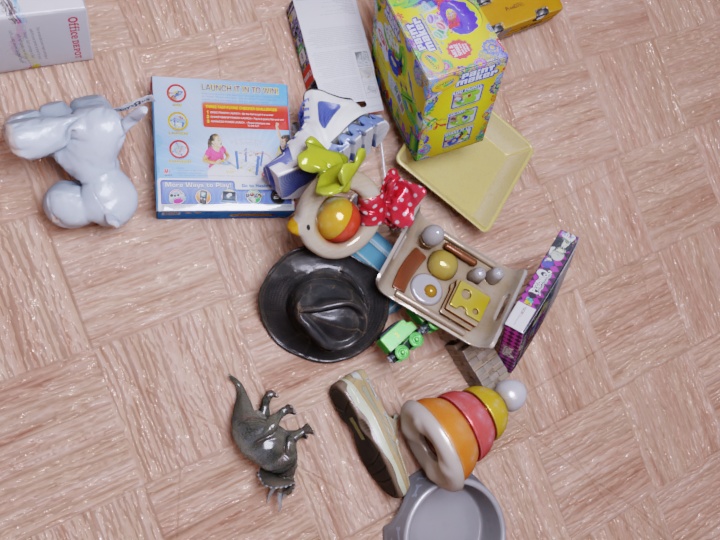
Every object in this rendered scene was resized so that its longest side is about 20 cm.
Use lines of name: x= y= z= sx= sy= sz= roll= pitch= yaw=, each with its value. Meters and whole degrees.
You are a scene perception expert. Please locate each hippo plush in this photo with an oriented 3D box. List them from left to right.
hippo plush: x=-0.358 y=-0.143 z=0.843 sx=0.200 sy=0.159 sz=0.161 roll=-10 pitch=117 yaw=-6

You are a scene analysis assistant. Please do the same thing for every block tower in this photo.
block tower: x=0.168 y=0.109 z=1.021 sx=0.058 sy=0.054 sz=0.200 roll=-31 pitch=94 yaw=-19

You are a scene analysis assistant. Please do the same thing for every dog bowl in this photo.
dog bowl: x=0.137 y=0.407 z=0.970 sx=0.200 sy=0.059 sz=0.201 roll=3 pitch=82 yaw=-18

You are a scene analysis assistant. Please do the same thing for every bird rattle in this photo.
bird rattle: x=-0.017 y=-0.092 z=0.868 sx=0.163 sy=0.113 sz=0.200 roll=-53 pitch=139 yaw=8

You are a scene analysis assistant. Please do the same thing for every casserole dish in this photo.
casserole dish: x=0.000 y=0.000 z=0.953 sx=0.200 sy=0.039 sz=0.121 roll=41 pitch=95 yaw=-19

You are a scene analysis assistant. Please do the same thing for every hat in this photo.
hat: x=-0.049 y=0.065 z=0.903 sx=0.200 sy=0.081 sz=0.201 roll=-3 pitch=112 yaw=-7

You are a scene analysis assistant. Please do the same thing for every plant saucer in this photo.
plant saucer: x=0.172 y=-0.192 z=1.061 sx=0.200 sy=0.048 sz=0.200 roll=37 pitch=69 yaw=-12

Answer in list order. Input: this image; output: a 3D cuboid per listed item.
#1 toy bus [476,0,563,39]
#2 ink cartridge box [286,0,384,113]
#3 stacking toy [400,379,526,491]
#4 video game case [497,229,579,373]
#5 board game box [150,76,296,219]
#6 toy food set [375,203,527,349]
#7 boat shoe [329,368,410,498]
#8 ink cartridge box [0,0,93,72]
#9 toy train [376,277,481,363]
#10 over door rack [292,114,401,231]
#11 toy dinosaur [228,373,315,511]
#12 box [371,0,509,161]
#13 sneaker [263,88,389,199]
toy bus: x=0.267 y=-0.460 z=1.117 sx=0.200 sy=0.078 sz=0.065 roll=-27 pitch=93 yaw=-21
ink cartridge box: x=-0.040 y=-0.339 z=1.008 sx=0.109 sy=0.050 sz=0.200 roll=-14 pitch=89 yaw=-21
stacking toy: x=0.173 y=0.222 z=0.942 sx=0.200 sy=0.146 sz=0.146 roll=-26 pitch=92 yaw=-19
video game case: x=0.279 y=0.056 z=0.999 sx=0.036 sy=0.200 sz=0.181 roll=29 pitch=72 yaw=19
board game box: x=-0.204 y=-0.178 z=0.925 sx=0.200 sy=0.056 sz=0.196 roll=-2 pitch=83 yaw=-20
toy food set: x=0.137 y=0.008 z=0.924 sx=0.200 sy=0.060 sz=0.144 roll=31 pitch=68 yaw=-4
boat shoe: x=0.032 y=0.244 z=0.952 sx=0.076 sy=0.072 sz=0.200 roll=-28 pitch=94 yaw=-36
ink cartridge box: x=-0.470 y=-0.355 z=0.806 sx=0.200 sy=0.147 sz=0.146 roll=-17 pitch=88 yaw=-21
toy train: x=0.106 y=0.064 z=0.957 sx=0.200 sy=0.042 sz=0.056 roll=-40 pitch=86 yaw=-20
over door rack: x=-0.016 y=-0.152 z=0.983 sx=0.147 sy=0.067 sz=0.200 roll=-10 pitch=86 yaw=-21
toy dinosaur: x=-0.133 y=0.236 z=0.887 sx=0.102 sy=0.077 sz=0.200 roll=-40 pitch=100 yaw=-26
box: x=0.107 y=-0.311 z=0.940 sx=0.122 sy=0.193 sz=0.200 roll=-18 pitch=68 yaw=-8
sneaker: x=-0.068 y=-0.196 z=0.919 sx=0.199 sy=0.081 sz=0.115 roll=-34 pitch=70 yaw=-20
